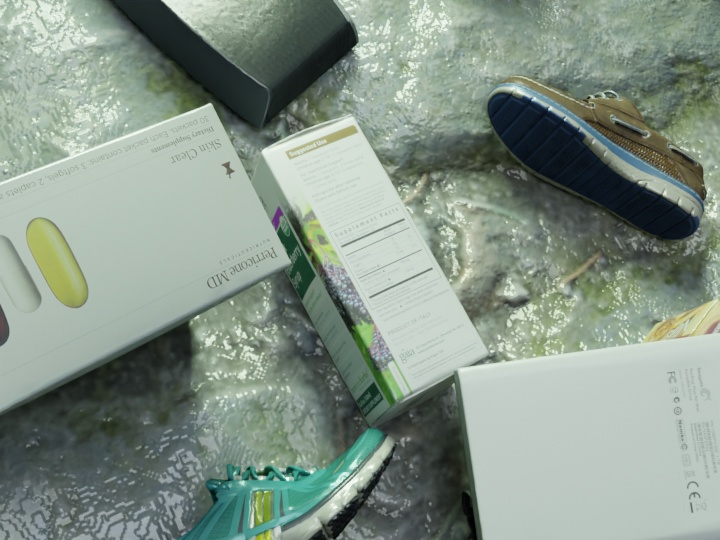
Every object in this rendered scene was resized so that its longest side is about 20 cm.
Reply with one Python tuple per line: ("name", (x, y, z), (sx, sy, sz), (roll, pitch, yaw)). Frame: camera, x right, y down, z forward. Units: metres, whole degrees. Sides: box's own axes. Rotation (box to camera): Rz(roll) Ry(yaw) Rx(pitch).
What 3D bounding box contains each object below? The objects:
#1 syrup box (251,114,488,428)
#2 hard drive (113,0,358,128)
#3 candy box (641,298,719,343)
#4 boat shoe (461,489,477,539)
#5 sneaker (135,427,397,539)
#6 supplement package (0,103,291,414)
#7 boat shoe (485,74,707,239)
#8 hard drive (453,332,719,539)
("syrup box", (0.000, 0.000, 0.791), (0.081, 0.079, 0.201), (-25, 78, -22))
("hard drive", (-0.107, -0.219, 0.866), (0.200, 0.042, 0.135), (43, 64, 4))
("candy box", (0.297, 0.113, 0.807), (0.200, 0.115, 0.055), (41, 76, 2))
("boat shoe", (0.094, 0.175, 0.760), (0.066, 0.070, 0.200), (37, 72, -1))
("sneaker", (-0.061, 0.155, 0.719), (0.200, 0.078, 0.080), (-31, 71, -24))
("supplement package", (-0.174, 0.004, 0.667), (0.200, 0.156, 0.111), (-29, 93, -36))
("boat shoe", (0.191, -0.102, 0.896), (0.200, 0.072, 0.073), (32, 59, -13))
("hard drive", (0.168, 0.117, 0.724), (0.199, 0.026, 0.133), (-7, 83, -5))
